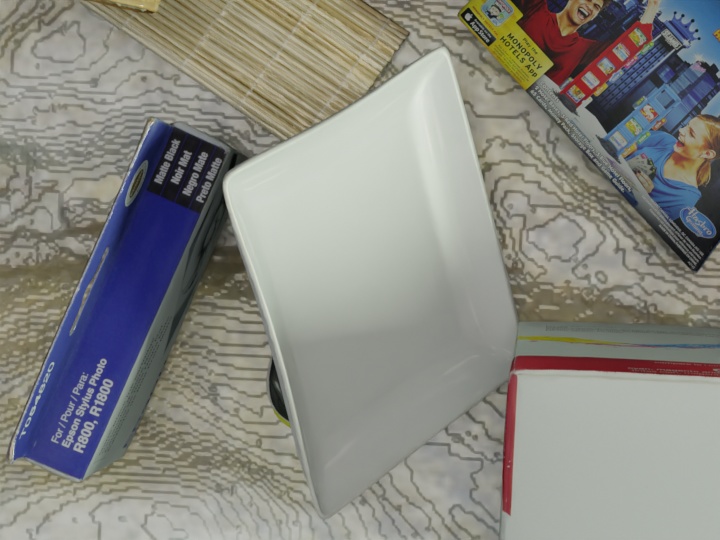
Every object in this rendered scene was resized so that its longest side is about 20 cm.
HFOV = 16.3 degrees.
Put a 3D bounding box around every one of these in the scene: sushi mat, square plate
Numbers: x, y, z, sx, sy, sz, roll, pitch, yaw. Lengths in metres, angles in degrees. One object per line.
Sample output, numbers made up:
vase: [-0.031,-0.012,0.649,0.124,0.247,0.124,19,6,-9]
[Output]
sushi mat: [-0.079,-0.156,1.465,0.200,0.012,0.096,34,93,3]
square plate: [0.006,0.003,1.370,0.028,0.200,0.199,2,115,41]

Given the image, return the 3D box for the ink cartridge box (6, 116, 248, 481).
ink cartridge box: [-0.122,0.016,1.376,0.040,0.200,0.200,24,92,3]

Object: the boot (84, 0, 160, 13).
boot: [-0.171,-0.253,1.329,0.174,0.066,0.201,13,93,3]

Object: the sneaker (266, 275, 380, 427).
sneaker: [0.000,0.000,1.425,0.074,0.085,0.201,17,91,3]

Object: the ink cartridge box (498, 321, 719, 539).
ink cartridge box: [0.149,0.111,1.354,0.144,0.200,0.146,2,97,4]

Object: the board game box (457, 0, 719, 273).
board game box: [0.194,-0.138,1.378,0.200,0.062,0.200,47,116,-4]
